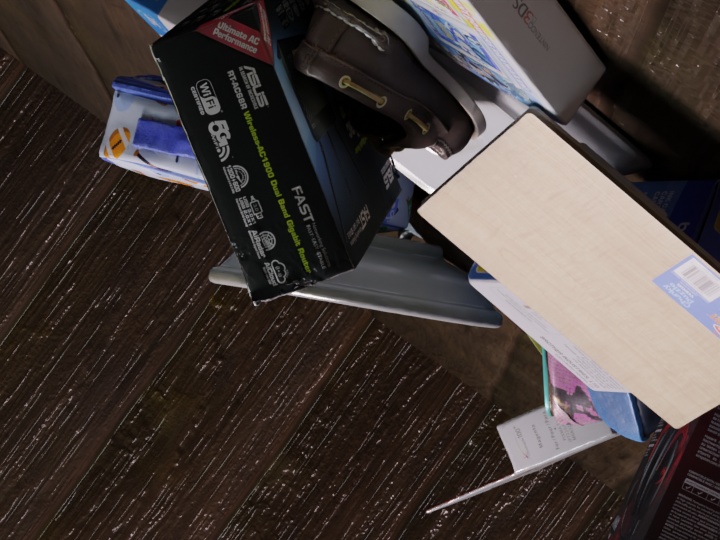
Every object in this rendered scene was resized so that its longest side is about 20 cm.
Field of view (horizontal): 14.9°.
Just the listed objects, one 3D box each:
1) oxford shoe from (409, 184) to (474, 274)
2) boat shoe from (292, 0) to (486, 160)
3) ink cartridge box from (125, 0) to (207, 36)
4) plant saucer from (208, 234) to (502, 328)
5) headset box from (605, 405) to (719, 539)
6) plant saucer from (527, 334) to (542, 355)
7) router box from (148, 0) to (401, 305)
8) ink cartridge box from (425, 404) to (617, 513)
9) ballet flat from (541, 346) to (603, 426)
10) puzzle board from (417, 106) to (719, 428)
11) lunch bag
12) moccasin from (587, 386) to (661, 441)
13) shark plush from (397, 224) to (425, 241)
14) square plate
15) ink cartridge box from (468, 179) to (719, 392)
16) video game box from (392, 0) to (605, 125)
[{"bbox_3d":[0.051,-0.049,1.927,0.200,0.070,0.075,-121,11,-63],"label":"oxford shoe"},{"bbox_3d":[0.015,-0.100,1.513,0.072,0.060,0.200,35,176,23],"label":"boat shoe"},{"bbox_3d":[-0.060,-0.155,1.942,0.200,0.067,0.116,32,174,33],"label":"ink cartridge box"},{"bbox_3d":[0.000,0.000,1.844,0.199,0.050,0.200,10,180,0],"label":"plant saucer"},{"bbox_3d":[0.230,0.114,1.741,0.075,0.201,0.149,25,176,-1],"label":"headset box"},{"bbox_3d":[0.119,0.001,2.079,0.200,0.031,0.200,57,179,1],"label":"plant saucer"},{"bbox_3d":[-0.042,-0.082,1.525,0.200,0.062,0.150,-60,-50,-73],"label":"router box"},{"bbox_3d":[0.156,0.120,2.092,0.200,0.173,0.044,-12,-101,-60],"label":"ink cartridge box"},{"bbox_3d":[0.147,0.010,1.882,0.069,0.071,0.201,-49,-51,-66],"label":"ballet flat"},{"bbox_3d":[0.139,0.000,1.522,0.200,0.017,0.151,39,150,-6],"label":"puzzle board"},{"bbox_3d":[-0.064,-0.078,1.811,0.199,0.076,0.160,14,-179,32],"label":"lunch bag"},{"bbox_3d":[0.174,0.018,1.825,0.080,0.068,0.201,33,146,43],"label":"moccasin"},{"bbox_3d":[0.025,-0.056,2.101,0.083,0.091,0.200,7,142,36],"label":"shark plush"},{"bbox_3d":[0.047,-0.097,1.658,0.200,0.029,0.198,37,156,-20],"label":"square plate"},{"bbox_3d":[0.184,0.013,1.610,0.200,0.077,0.136,3,151,48],"label":"ink cartridge box"},{"bbox_3d":[0.019,-0.169,1.426,0.182,0.047,0.200,36,176,32],"label":"video game box"}]
